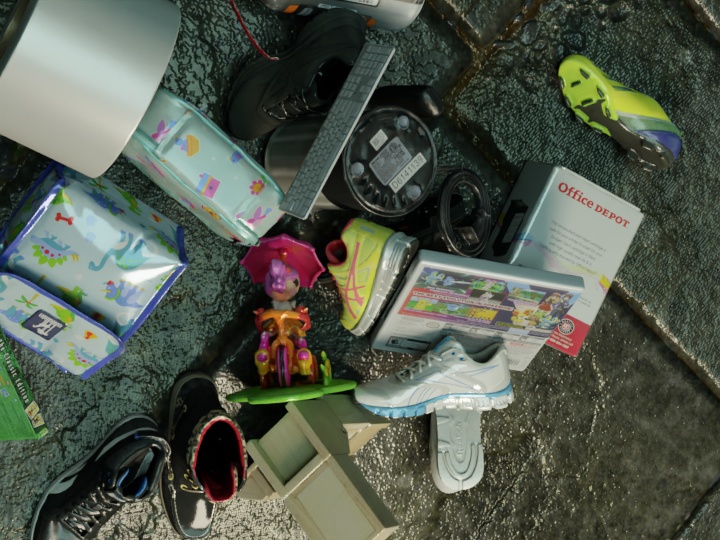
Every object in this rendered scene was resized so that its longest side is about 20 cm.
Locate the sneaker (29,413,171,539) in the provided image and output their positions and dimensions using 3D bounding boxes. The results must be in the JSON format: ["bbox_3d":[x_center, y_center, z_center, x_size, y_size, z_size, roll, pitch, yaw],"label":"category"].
[{"bbox_3d":[-0.292,0.252,1.473,0.073,0.112,0.200,40,84,-21],"label":"sneaker"}]

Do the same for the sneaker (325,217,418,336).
[{"bbox_3d":[0.000,0.000,1.483,0.090,0.200,0.078,29,57,3],"label":"sneaker"}]

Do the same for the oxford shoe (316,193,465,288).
[{"bbox_3d":[0.044,-0.015,1.576,0.200,0.073,0.084,-22,115,-13],"label":"oxford shoe"}]

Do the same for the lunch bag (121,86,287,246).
[{"bbox_3d":[-0.174,-0.106,1.432,0.200,0.160,0.077,43,78,-16],"label":"lunch bag"}]

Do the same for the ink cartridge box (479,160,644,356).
[{"bbox_3d":[0.237,-0.016,1.640,0.146,0.083,0.200,26,90,-22],"label":"ink cartridge box"}]

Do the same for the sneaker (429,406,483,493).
[{"bbox_3d":[0.114,0.173,1.639,0.076,0.081,0.200,10,76,-7],"label":"sneaker"}]

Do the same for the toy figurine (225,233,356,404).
[{"bbox_3d":[-0.089,0.050,1.491,0.150,0.200,0.184,-6,89,2],"label":"toy figurine"}]

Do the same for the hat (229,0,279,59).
[{"bbox_3d":[-0.185,-0.343,1.420,0.176,0.166,0.200,42,50,-50],"label":"hat"}]

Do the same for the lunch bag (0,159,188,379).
[{"bbox_3d":[-0.310,0.005,1.424,0.170,0.127,0.200,35,106,-22],"label":"lunch bag"}]

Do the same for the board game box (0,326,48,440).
[{"bbox_3d":[-0.410,0.091,1.411,0.023,0.105,0.200,-42,118,-51],"label":"board game box"}]

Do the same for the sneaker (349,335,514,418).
[{"bbox_3d":[0.083,0.120,1.555,0.200,0.075,0.087,-6,108,-16],"label":"sneaker"}]

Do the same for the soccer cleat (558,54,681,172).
[{"bbox_3d":[0.325,-0.207,1.662,0.200,0.065,0.084,39,55,-18],"label":"soccer cleat"}]

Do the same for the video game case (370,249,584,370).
[{"bbox_3d":[0.133,0.049,1.543,0.200,0.182,0.023,10,52,-14],"label":"video game case"}]

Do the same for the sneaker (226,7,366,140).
[{"bbox_3d":[-0.071,-0.201,1.453,0.200,0.091,0.076,-38,136,26],"label":"sneaker"}]

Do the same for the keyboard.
[{"bbox_3d":[-0.025,-0.146,1.369,0.011,0.056,0.200,29,86,-29],"label":"keyboard"}]

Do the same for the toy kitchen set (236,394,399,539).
[{"bbox_3d":[-0.037,0.262,1.505,0.163,0.180,0.200,-45,158,17],"label":"toy kitchen set"}]

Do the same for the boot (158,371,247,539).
[{"bbox_3d":[-0.176,0.227,1.491,0.073,0.151,0.200,4,99,-20],"label":"boot"}]

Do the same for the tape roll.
[{"bbox_3d":[-0.290,-0.213,1.343,0.139,0.203,0.203,27,90,-23],"label":"tape roll"}]

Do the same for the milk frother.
[{"bbox_3d":[0.025,-0.096,1.485,0.180,0.188,0.200,-29,108,-25],"label":"milk frother"}]

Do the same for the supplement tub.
[{"bbox_3d":[-0.033,-0.338,1.460,0.200,0.123,0.123,7,97,-21],"label":"supplement tub"}]
